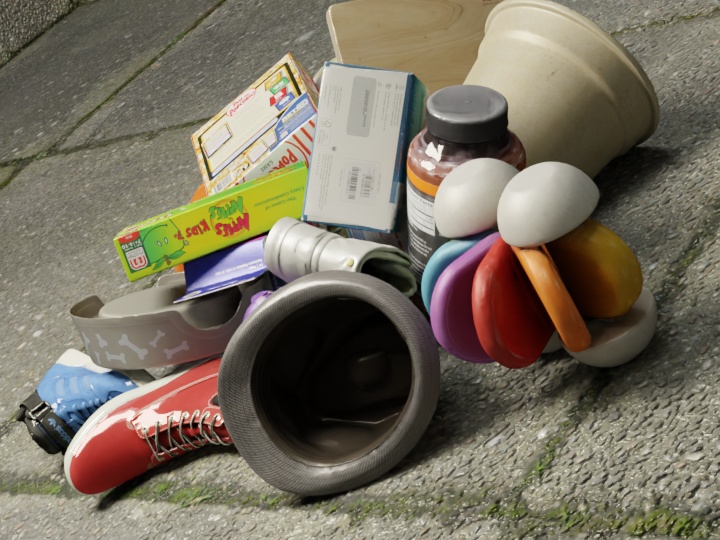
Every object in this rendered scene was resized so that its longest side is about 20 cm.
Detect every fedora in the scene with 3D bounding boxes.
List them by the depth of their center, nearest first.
[{"bbox_3d":[-0.013,0.091,1.386,0.200,0.177,0.090,-40,-13,20],"label":"fedora"}]

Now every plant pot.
[{"bbox_3d":[0.156,-0.128,1.582,0.184,0.201,0.200,-51,28,-20],"label":"plant pot"}]

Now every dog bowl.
[{"bbox_3d":[-0.190,0.048,1.655,0.199,0.059,0.200,-9,12,2],"label":"dog bowl"}]

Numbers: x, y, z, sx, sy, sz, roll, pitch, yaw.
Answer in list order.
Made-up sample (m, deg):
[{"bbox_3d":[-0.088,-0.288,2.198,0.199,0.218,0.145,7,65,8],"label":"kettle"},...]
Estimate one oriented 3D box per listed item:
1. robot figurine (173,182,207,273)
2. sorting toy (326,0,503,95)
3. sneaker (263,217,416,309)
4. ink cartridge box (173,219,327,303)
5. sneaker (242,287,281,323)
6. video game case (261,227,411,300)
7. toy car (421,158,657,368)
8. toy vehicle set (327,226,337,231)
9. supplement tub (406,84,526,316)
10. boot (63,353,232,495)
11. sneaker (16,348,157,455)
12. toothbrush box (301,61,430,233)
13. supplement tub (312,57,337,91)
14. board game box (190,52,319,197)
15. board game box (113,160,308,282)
[{"bbox_3d":[-0.148,-0.040,1.837,0.144,0.117,0.200,-38,18,24],"label":"robot figurine"},{"bbox_3d":[0.076,-0.195,1.742,0.199,0.199,0.070,-13,-5,-15],"label":"sorting toy"},{"bbox_3d":[0.005,0.014,1.485,0.115,0.200,0.074,18,86,27],"label":"sneaker"},{"bbox_3d":[-0.111,-0.019,1.641,0.094,0.037,0.200,-16,11,23],"label":"ink cartridge box"},{"bbox_3d":[-0.080,0.052,1.495,0.081,0.084,0.200,-33,-13,-2],"label":"sneaker"},{"bbox_3d":[0.000,0.000,1.643,0.200,0.018,0.143,-26,40,6],"label":"video game case"},{"bbox_3d":[0.126,0.013,1.310,0.150,0.175,0.200,-42,25,-21],"label":"toy car"},{"bbox_3d":[0.019,-0.043,1.755,0.200,0.027,0.124,-40,24,-21],"label":"toy vehicle set"},{"bbox_3d":[0.094,-0.060,1.448,0.107,0.200,0.107,-1,33,0],"label":"supplement tub"},{"bbox_3d":[-0.176,0.154,1.531,0.200,0.073,0.144,-34,24,-17],"label":"boot"},{"bbox_3d":[-0.276,0.146,1.666,0.200,0.077,0.111,11,53,47],"label":"sneaker"},{"bbox_3d":[0.009,-0.111,1.542,0.085,0.147,0.200,9,2,6],"label":"toothbrush box"},{"bbox_3d":[0.016,-0.186,1.874,0.145,0.145,0.200,-35,8,-11],"label":"supplement tub"},{"bbox_3d":[-0.105,-0.144,1.774,0.151,0.046,0.200,-39,27,9],"label":"board game box"},{"bbox_3d":[-0.139,-0.050,1.625,0.200,0.048,0.102,-21,8,0],"label":"board game box"}]
